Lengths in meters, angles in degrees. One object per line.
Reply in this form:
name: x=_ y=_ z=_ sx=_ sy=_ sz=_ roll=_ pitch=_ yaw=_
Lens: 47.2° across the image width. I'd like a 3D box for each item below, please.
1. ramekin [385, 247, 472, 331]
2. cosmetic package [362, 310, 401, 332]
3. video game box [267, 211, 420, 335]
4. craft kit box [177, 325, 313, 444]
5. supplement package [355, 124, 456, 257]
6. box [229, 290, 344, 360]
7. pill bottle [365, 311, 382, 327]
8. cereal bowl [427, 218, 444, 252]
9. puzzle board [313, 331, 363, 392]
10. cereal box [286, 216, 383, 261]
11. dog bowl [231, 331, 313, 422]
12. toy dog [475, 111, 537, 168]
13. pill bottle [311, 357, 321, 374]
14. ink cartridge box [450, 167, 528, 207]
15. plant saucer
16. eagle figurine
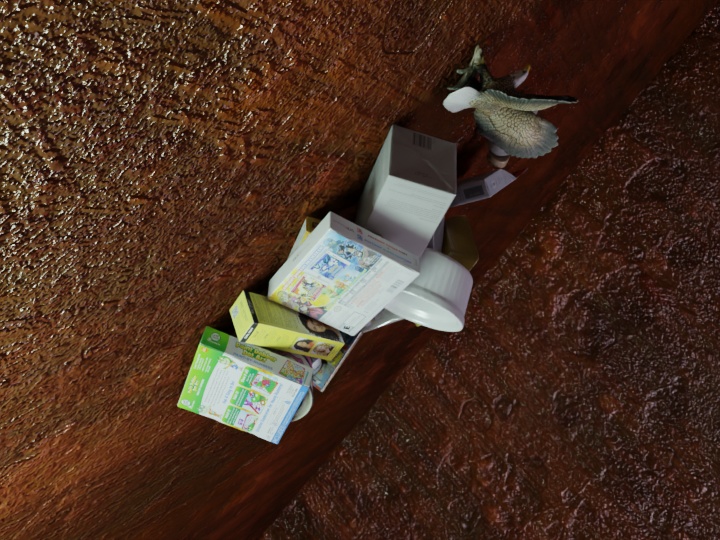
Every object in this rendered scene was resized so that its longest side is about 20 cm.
ramekin: x=0.115 y=0.029 z=1.542 sx=0.201 sy=0.196 sz=0.100 roll=83 pitch=29 yaw=-73
cosmetic package: x=0.066 y=0.083 z=1.932 sx=0.196 sy=0.085 sz=0.051 roll=-19 pitch=171 yaw=14
video game box: x=-0.030 y=0.012 z=1.362 sx=0.200 sy=0.179 sz=0.048 roll=-44 pitch=-145 yaw=37
craft kit box: x=-0.200 y=0.201 z=1.406 sx=0.201 sy=0.193 sz=0.049 roll=121 pitch=-14 yaw=-45
supplement package: x=0.072 y=-0.120 z=1.393 sx=0.201 sy=0.118 sz=0.122 roll=118 pitch=-18 yaw=-49
box: x=-0.122 y=0.096 z=1.400 sx=0.197 sy=0.076 sz=0.050 roll=16 pitch=125 yaw=-40
pill bottle: x=0.037 y=0.007 z=1.726 sx=0.200 sy=0.119 sz=0.120 roll=-47 pitch=167 yaw=-11
cereal bowl: x=0.117 y=-0.111 z=1.617 sx=0.200 sy=0.081 sz=0.206 roll=3 pitch=90 yaw=-78
puzzle board: x=-0.078 y=0.174 z=1.803 sx=0.152 sy=0.017 sz=0.199 roll=-55 pitch=-158 yaw=-7
cereal box: x=-0.058 y=0.003 z=1.416 sx=0.202 sy=0.141 sz=0.040 roll=119 pitch=-23 yaw=-44
dog bowl: x=-0.171 y=0.183 z=1.464 sx=0.202 sy=0.196 sz=0.075 roll=120 pitch=-11 yaw=-45
toy dog: x=0.314 y=-0.316 z=1.796 sx=0.133 sy=0.095 sz=0.201 roll=-59 pitch=177 yaw=34
pill bottle: x=-0.152 y=0.200 z=1.721 sx=0.199 sy=0.106 sz=0.107 roll=-40 pitch=165 yaw=-24
ink cartridge box: x=0.265 y=-0.199 z=1.847 sx=0.158 sy=0.048 sz=0.199 roll=-13 pitch=-165 yaw=42
plant saucer: x=0.156 y=-0.012 z=1.734 sx=0.201 sy=0.048 sz=0.201 roll=-50 pitch=-160 yaw=22
eagle figurine: x=0.253 y=-0.287 z=1.396 sx=0.152 sy=0.200 sz=0.151 roll=-51 pitch=166 yaw=23
